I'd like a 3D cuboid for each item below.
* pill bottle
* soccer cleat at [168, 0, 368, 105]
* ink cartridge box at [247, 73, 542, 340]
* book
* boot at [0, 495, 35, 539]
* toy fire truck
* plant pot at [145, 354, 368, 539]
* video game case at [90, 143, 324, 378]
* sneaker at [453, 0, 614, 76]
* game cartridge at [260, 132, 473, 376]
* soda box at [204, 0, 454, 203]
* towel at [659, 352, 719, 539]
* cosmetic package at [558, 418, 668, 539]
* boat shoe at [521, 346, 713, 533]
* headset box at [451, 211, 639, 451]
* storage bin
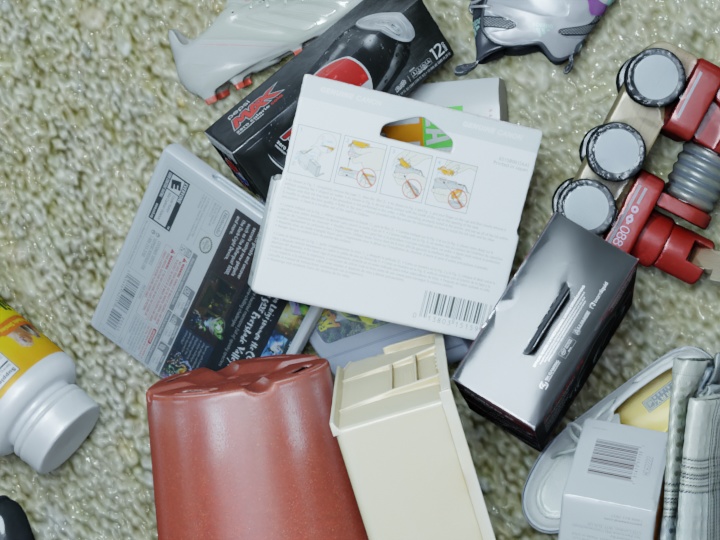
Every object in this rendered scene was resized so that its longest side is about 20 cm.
[{"bbox_3d":[-0.326,0.085,1.443,0.200,0.109,0.109,38,97,11],"label":"pill bottle"},{"bbox_3d":[-0.073,-0.214,1.409,0.200,0.069,0.078,-26,97,15],"label":"soccer cleat"},{"bbox_3d":[0.027,-0.048,1.302,0.199,0.044,0.174,13,95,-9],"label":"ink cartridge box"},{"bbox_3d":[0.026,-0.088,1.400,0.199,0.048,0.134,-4,86,17],"label":"book"},{"bbox_3d":[-0.228,0.275,1.436,0.199,0.066,0.165,-3,96,16],"label":"boot"},{"bbox_3d":[0.271,-0.065,1.307,0.200,0.129,0.176,28,95,1],"label":"toy fire truck"},{"bbox_3d":[-0.084,0.176,1.320,0.200,0.201,0.196,-8,96,13],"label":"plant pot"},{"bbox_3d":[-0.125,0.021,1.401,0.182,0.023,0.200,35,122,12],"label":"video game case"},{"bbox_3d":[0.100,-0.229,1.365,0.200,0.078,0.140,28,94,13],"label":"sneaker"},{"bbox_3d":[0.000,0.000,1.372,0.133,0.041,0.200,-19,101,26],"label":"game cartridge"},{"bbox_3d":[-0.025,-0.144,1.347,0.200,0.071,0.063,-41,122,-8],"label":"soda box"},{"bbox_3d":[0.289,0.161,1.257,0.034,0.192,0.201,3,90,42],"label":"towel"},{"bbox_3d":[0.190,0.227,1.275,0.071,0.101,0.200,10,123,14],"label":"cosmetic package"},{"bbox_3d":[0.206,0.139,1.325,0.202,0.086,0.075,-41,80,9],"label":"boat shoe"},{"bbox_3d":[0.144,0.050,1.273,0.077,0.200,0.149,31,83,11],"label":"headset box"},{"bbox_3d":[0.052,0.171,1.285,0.093,0.199,0.200,-17,100,5],"label":"storage bin"}]
